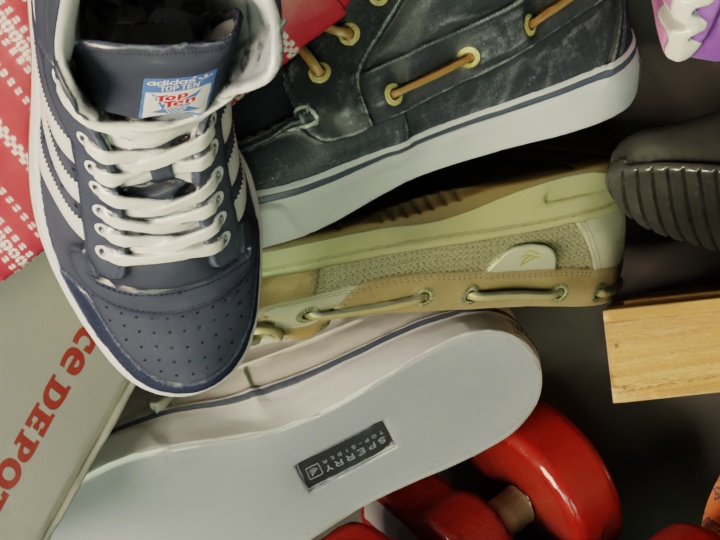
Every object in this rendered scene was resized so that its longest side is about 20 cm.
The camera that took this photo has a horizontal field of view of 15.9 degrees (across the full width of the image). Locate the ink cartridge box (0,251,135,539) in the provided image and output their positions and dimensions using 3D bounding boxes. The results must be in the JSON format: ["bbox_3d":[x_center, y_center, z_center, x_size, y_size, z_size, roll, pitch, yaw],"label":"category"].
[{"bbox_3d":[-0.174,-0.003,0.877,0.200,0.147,0.083,41,152,-23],"label":"ink cartridge box"}]

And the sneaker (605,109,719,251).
[{"bbox_3d":[0.182,-0.054,0.877,0.198,0.089,0.074,-3,157,9],"label":"sneaker"}]

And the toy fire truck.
[{"bbox_3d":[0.070,0.161,0.971,0.112,0.200,0.169,-33,142,-24],"label":"toy fire truck"}]

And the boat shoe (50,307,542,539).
[{"bbox_3d":[-0.038,0.050,0.952,0.201,0.086,0.075,-25,124,-1],"label":"boat shoe"}]

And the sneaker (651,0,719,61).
[{"bbox_3d":[0.149,-0.149,0.811,0.088,0.081,0.201,9,125,-13],"label":"sneaker"}]

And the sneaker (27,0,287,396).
[{"bbox_3d":[-0.058,-0.036,0.746,0.070,0.109,0.201,-12,117,-11],"label":"sneaker"}]

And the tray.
[{"bbox_3d":[0.187,0.016,0.911,0.198,0.099,0.037,-6,91,7],"label":"tray"}]

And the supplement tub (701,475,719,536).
[{"bbox_3d":[0.225,0.141,0.984,0.122,0.123,0.200,-34,118,24],"label":"supplement tub"}]

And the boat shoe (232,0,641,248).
[{"bbox_3d":[-0.004,-0.076,0.851,0.199,0.071,0.091,-21,120,-15],"label":"boat shoe"}]

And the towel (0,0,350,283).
[{"bbox_3d":[-0.116,-0.076,0.786,0.199,0.023,0.145,-37,119,3],"label":"towel"}]

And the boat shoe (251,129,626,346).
[{"bbox_3d":[0.000,-0.001,0.893,0.199,0.073,0.064,-13,114,-20],"label":"boat shoe"}]
